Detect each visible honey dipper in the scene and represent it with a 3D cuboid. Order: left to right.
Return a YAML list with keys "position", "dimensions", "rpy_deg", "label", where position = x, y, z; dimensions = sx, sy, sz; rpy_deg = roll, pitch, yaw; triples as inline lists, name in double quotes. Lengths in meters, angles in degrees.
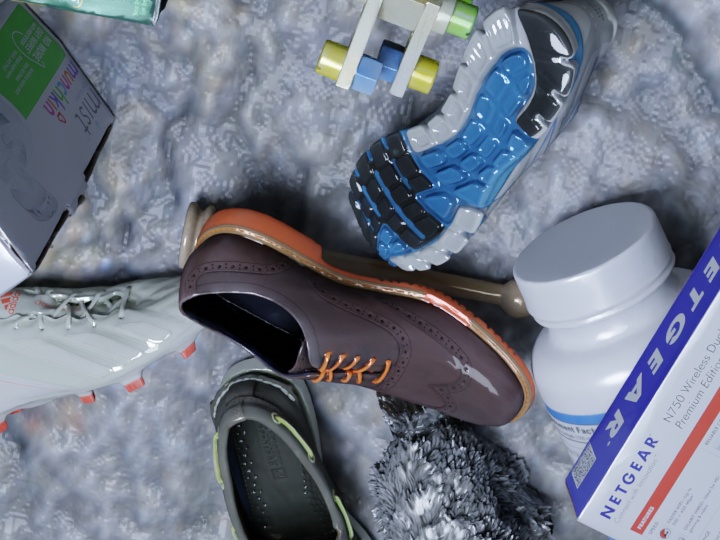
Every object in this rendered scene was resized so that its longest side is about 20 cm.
- position: [0.000, 0.000, 1.451]
  dimensions: [0.199, 0.038, 0.038]
  rpy_deg: [12, 116, -2]
  label: "honey dipper"

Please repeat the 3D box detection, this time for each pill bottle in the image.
- position: [0.158, 0.068, 1.417]
  dimensions: [0.112, 0.112, 0.201]
  rpy_deg: [-19, 111, 16]
  label: "pill bottle"

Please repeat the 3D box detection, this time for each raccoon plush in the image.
- position: [0.030, 0.139, 1.454]
  dimensions: [0.097, 0.134, 0.200]
  rpy_deg: [-32, 107, 21]
  label: "raccoon plush"

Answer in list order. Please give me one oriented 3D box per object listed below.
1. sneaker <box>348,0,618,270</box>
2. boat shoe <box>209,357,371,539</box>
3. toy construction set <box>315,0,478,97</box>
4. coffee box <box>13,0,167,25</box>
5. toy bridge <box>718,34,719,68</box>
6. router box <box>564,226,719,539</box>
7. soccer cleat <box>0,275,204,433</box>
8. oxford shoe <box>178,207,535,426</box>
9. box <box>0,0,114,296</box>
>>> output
- position: [0.071, -0.073, 1.385]
  dimensions: [0.075, 0.087, 0.200]
  rpy_deg: [52, 132, 8]
  label: "sneaker"
- position: [-0.037, 0.150, 1.510]
  dimensions: [0.072, 0.060, 0.203]
  rpy_deg: [-14, 112, 14]
  label: "boat shoe"
- position: [0.047, -0.186, 1.299]
  dimensions: [0.092, 0.131, 0.200]
  rpy_deg: [33, 119, -10]
  label: "toy construction set"
- position: [-0.188, -0.181, 1.343]
  dimensions: [0.199, 0.123, 0.044]
  rpy_deg: [9, 119, 2]
  label: "coffee box"
- position: [0.223, -0.101, 1.375]
  dimensions: [0.067, 0.027, 0.201]
  rpy_deg: [-12, 113, 14]
  label: "toy bridge"
- position: [0.231, 0.073, 1.338]
  dimensions: [0.179, 0.049, 0.201]
  rpy_deg: [27, 106, -13]
  label: "router box"
- position: [-0.171, 0.036, 1.473]
  dimensions: [0.199, 0.069, 0.078]
  rpy_deg: [-20, 108, 19]
  label: "soccer cleat"
- position: [-0.005, 0.042, 1.398]
  dimensions: [0.199, 0.073, 0.071]
  rpy_deg: [24, 132, 1]
  label: "oxford shoe"
- position: [-0.237, -0.029, 1.377]
  dimensions: [0.176, 0.200, 0.097]
  rpy_deg: [-33, 107, 21]
  label: "box"
